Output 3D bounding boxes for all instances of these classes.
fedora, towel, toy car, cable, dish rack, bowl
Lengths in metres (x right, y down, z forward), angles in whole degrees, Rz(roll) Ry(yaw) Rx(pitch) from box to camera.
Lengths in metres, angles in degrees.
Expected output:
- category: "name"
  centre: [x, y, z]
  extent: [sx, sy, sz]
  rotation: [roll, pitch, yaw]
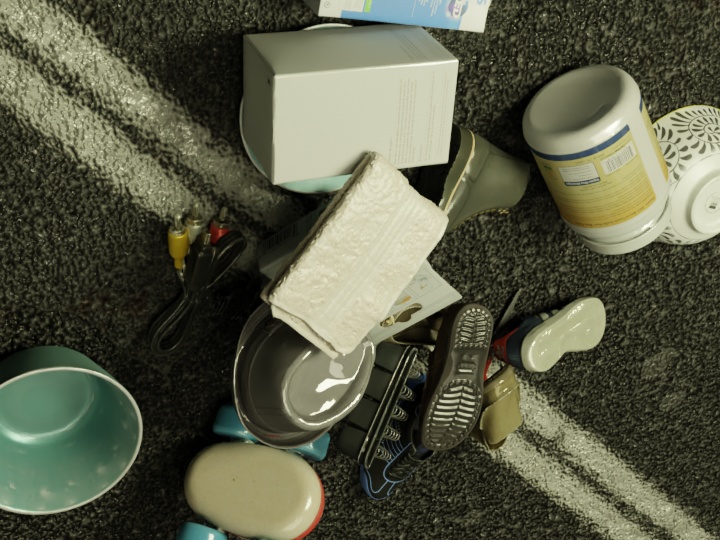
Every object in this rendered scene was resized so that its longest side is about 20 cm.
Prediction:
- category: "fedora"
  centre: [-0.050, 0.109, 1.230]
  extent: [0.199, 0.090, 0.178]
  rotation: [-32, 111, -37]
- category: "towel"
  centre: [-0.004, -0.012, 1.146]
  extent: [0.132, 0.034, 0.201]
  rotation: [39, 86, -38]
- category: "toy car"
  centre: [-0.121, 0.298, 1.406]
  extent: [0.175, 0.186, 0.200]
  rotation: [11, 159, 13]
- category: "cable"
  centre: [-0.196, 0.010, 1.281]
  extent: [0.097, 0.050, 0.201]
  rotation: [-9, 136, -39]
- category: "dish rack"
  centre: [0.032, 0.173, 1.381]
  extent: [0.154, 0.054, 0.200]
  rotation: [-65, 163, -8]
- category: "bowl"
  centre: [-0.356, 0.166, 1.248]
  extent: [0.199, 0.105, 0.202]
  rotation: [-11, 122, -17]
- category: "bowl"
  centre: [0.448, -0.107, 1.451]
  extent: [0.199, 0.094, 0.202]
  rotation: [-12, 123, -18]

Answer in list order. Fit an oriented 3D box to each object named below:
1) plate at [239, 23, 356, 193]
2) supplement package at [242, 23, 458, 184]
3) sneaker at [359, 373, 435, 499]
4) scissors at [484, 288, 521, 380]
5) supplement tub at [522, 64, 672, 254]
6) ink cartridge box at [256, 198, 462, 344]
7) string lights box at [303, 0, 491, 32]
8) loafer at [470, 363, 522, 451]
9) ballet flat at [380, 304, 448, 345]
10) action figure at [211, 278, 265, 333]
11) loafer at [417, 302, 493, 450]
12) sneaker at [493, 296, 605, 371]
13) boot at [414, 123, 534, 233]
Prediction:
- category: "plate"
  centre: [-0.042, -0.182, 1.231]
  extent: [0.198, 0.026, 0.202]
  rotation: [-11, 122, -18]
- category: "supplement package"
  centre: [-0.015, -0.180, 1.153]
  extent: [0.198, 0.120, 0.122]
  rotation: [-8, 124, -19]
- category: "sneaker"
  centre: [0.061, 0.242, 1.495]
  extent: [0.070, 0.078, 0.201]
  rotation: [11, 113, -29]
- category: "scissors"
  centre: [0.178, 0.115, 1.515]
  extent: [0.073, 0.014, 0.201]
  rotation: [30, 102, -33]
- category: "supplement tub"
  centre: [0.294, -0.131, 1.336]
  extent: [0.144, 0.145, 0.201]
  rotation: [-34, 126, -2]
- category: "ink cartridge box"
  centre: [0.000, 0.000, 1.308]
  extent: [0.162, 0.057, 0.200]
  rotation: [-29, 135, 26]
- category: "string lights box"
  centre: [0.047, -0.319, 1.167]
  extent: [0.198, 0.059, 0.104]
  rotation: [0, 119, -24]
- category: "loafer"
  centre: [0.186, 0.187, 1.473]
  extent: [0.076, 0.068, 0.200]
  rotation: [-36, 161, -14]
- category: "ballet flat"
  centre: [0.088, 0.074, 1.427]
  extent: [0.198, 0.046, 0.068]
  rotation: [10, 114, -28]
- category: "action figure"
  centre: [-0.102, 0.105, 1.321]
  extent: [0.102, 0.118, 0.200]
  rotation: [-52, 123, -25]
- category: "loafer"
  centre: [0.119, 0.132, 1.400]
  extent: [0.072, 0.071, 0.202]
  rotation: [13, 101, -19]
- category: "sneaker"
  centre: [0.257, 0.082, 1.497]
  extent: [0.199, 0.084, 0.076]
  rotation: [-17, 103, -44]
- category: "boot"
  centre: [0.126, -0.066, 1.348]
  extent: [0.137, 0.078, 0.201]
  rotation: [14, 113, -35]
